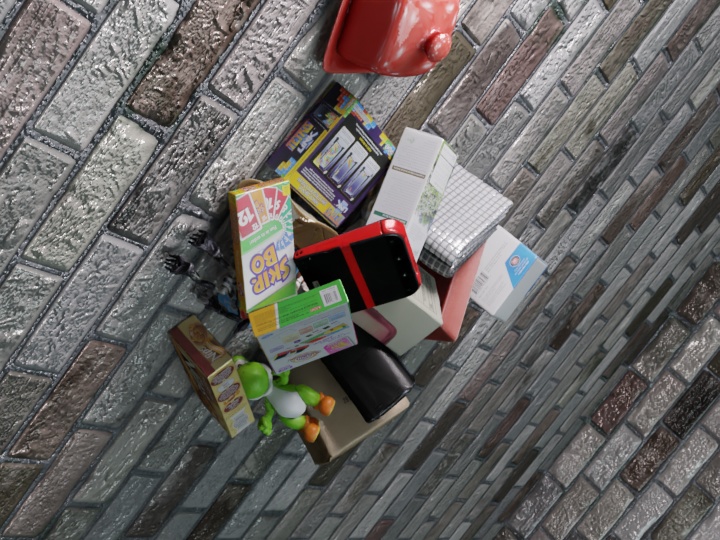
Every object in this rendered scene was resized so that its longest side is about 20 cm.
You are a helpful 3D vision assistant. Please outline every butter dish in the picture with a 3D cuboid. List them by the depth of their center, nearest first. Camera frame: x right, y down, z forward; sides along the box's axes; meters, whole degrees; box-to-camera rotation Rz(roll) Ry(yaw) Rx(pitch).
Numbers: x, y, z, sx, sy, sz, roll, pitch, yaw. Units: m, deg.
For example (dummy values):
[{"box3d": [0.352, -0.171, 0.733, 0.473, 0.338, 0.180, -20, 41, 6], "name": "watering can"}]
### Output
[{"box3d": [0.071, -0.350, 1.423, 0.198, 0.148, 0.202, -12, 134, -45], "name": "butter dish"}]

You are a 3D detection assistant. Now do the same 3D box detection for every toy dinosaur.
[{"box3d": [0.059, -0.170, 1.719, 0.200, 0.061, 0.106, -43, 178, -2], "name": "toy dinosaur"}]

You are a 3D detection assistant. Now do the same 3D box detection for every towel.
[{"box3d": [0.150, -0.093, 1.770, 0.200, 0.165, 0.086, -40, 157, -36], "name": "towel"}]

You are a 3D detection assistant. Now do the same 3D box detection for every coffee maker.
[{"box3d": [-0.008, 0.165, 1.765, 0.134, 0.201, 0.192, -40, 178, 21], "name": "coffee maker"}]

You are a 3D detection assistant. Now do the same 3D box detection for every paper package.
[{"box3d": [-0.040, 0.235, 1.886, 0.198, 0.193, 0.103, -28, 175, -27], "name": "paper package"}]

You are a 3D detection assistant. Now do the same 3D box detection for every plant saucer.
[{"box3d": [0.142, 0.029, 1.876, 0.036, 0.199, 0.203, 22, 79, -26], "name": "plant saucer"}]

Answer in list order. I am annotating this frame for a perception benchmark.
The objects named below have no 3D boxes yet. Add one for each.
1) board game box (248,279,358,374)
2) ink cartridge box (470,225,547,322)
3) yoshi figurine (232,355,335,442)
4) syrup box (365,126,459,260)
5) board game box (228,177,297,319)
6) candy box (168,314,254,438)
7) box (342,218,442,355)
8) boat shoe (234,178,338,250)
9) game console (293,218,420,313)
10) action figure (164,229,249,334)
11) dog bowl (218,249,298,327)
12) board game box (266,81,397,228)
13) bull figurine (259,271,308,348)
[{"box3d": [-0.086, 0.093, 1.565, 0.151, 0.041, 0.201, -20, 158, -5], "name": "board game box"}, {"box3d": [0.246, -0.020, 1.970, 0.146, 0.200, 0.083, -53, 151, 8], "name": "ink cartridge box"}, {"box3d": [-0.147, 0.218, 1.728, 0.112, 0.198, 0.113, -50, -168, 50], "name": "yoshi figurine"}, {"box3d": [0.081, -0.119, 1.623, 0.079, 0.080, 0.203, 29, 82, -60], "name": "syrup box"}, {"box3d": [-0.143, -0.029, 1.476, 0.094, 0.030, 0.203, -19, 120, -34], "name": "board game box"}, {"box3d": [-0.243, 0.177, 1.638, 0.055, 0.115, 0.202, -36, 147, -20], "name": "candy box"}, {"box3d": [0.034, 0.031, 1.723, 0.109, 0.129, 0.199, -38, 122, 24], "name": "box"}, {"box3d": [-0.120, -0.080, 1.534, 0.198, 0.065, 0.073, 30, 91, -31], "name": "boat shoe"}, {"box3d": [0.000, 0.000, 1.559, 0.174, 0.031, 0.201, -15, 146, 6], "name": "game console"}, {"box3d": [-0.203, 0.014, 1.527, 0.119, 0.102, 0.200, -49, 134, -3], "name": "action figure"}, {"box3d": [-0.156, 0.007, 1.626, 0.111, 0.049, 0.202, 5, 121, -54], "name": "dog bowl"}, {"box3d": [-0.038, -0.176, 1.566, 0.166, 0.057, 0.200, -47, 151, 1], "name": "board game box"}, {"box3d": [-0.123, 0.085, 1.721, 0.122, 0.064, 0.203, -79, -166, -77], "name": "bull figurine"}]
